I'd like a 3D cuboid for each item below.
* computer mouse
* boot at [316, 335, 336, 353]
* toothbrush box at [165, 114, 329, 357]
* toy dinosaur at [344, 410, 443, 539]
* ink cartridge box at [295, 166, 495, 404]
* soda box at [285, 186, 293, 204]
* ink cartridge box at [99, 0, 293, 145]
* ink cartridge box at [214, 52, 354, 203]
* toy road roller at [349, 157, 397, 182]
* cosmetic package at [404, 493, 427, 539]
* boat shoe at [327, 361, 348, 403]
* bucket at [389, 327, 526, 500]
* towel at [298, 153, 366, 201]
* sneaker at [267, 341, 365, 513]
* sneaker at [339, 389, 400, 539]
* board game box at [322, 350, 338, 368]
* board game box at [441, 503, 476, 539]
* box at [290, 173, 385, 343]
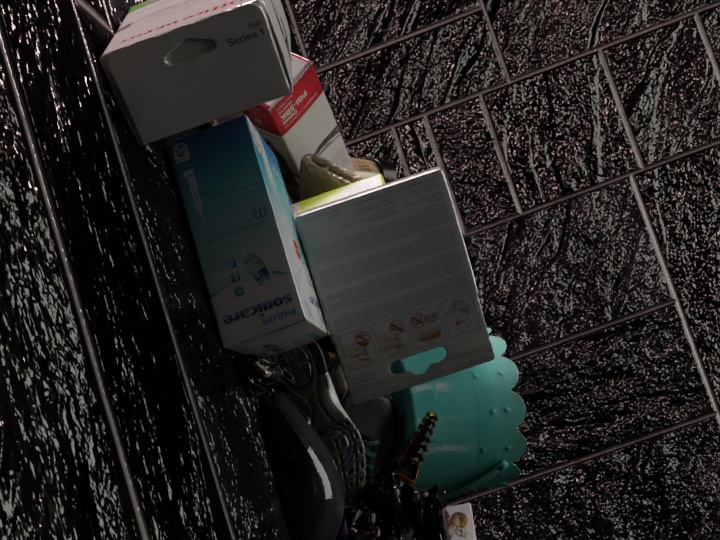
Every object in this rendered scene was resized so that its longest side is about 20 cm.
[{"bbox_3d":[-0.055,0.173,0.937,0.139,0.052,0.203,55,17,-78],"label":"computer mouse"},{"bbox_3d":[-0.041,0.025,1.237,0.166,0.072,0.203,32,-36,46],"label":"boot"},{"bbox_3d":[-0.105,-0.025,0.943,0.146,0.084,0.204,56,17,-78],"label":"toothbrush box"},{"bbox_3d":[0.028,0.246,1.014,0.136,0.100,0.204,119,-24,-78],"label":"toy dinosaur"},{"bbox_3d":[0.036,0.015,0.993,0.047,0.157,0.204,-107,179,-83],"label":"ink cartridge box"},{"bbox_3d":[-0.102,-0.024,1.119,0.069,0.062,0.202,67,7,-46],"label":"soda box"},{"bbox_3d":[-0.139,-0.201,0.868,0.201,0.144,0.085,-99,170,-62],"label":"ink cartridge box"},{"bbox_3d":[-0.105,-0.180,1.185,0.145,0.083,0.201,29,-21,31],"label":"ink cartridge box"},{"bbox_3d":[-0.004,-0.055,1.315,0.121,0.147,0.201,1,45,-40],"label":"toy road roller"},{"bbox_3d":[0.037,0.294,1.254,0.091,0.105,0.203,65,6,-58],"label":"cosmetic package"},{"bbox_3d":[-0.030,0.161,1.190,0.200,0.072,0.076,76,0,-71],"label":"boat shoe"},{"bbox_3d":[0.098,0.171,1.166,0.207,0.132,0.212,176,-90,-74],"label":"bucket"},{"bbox_3d":[0.011,-0.053,1.142,0.198,0.035,0.134,29,-34,14],"label":"towel"},{"bbox_3d":[-0.042,0.163,1.059,0.087,0.073,0.204,81,-8,-81],"label":"sneaker"},{"bbox_3d":[0.006,0.224,1.096,0.088,0.073,0.203,-86,180,-57],"label":"sneaker"},{"bbox_3d":[-0.058,0.044,1.443,0.165,0.056,0.203,62,10,-76],"label":"board game box"},{"bbox_3d":[0.110,0.425,1.312,0.199,0.040,0.204,136,-52,-66],"label":"board game box"},{"bbox_3d":[0.000,0.000,1.088,0.048,0.120,0.202,-101,172,-51],"label":"box"}]
